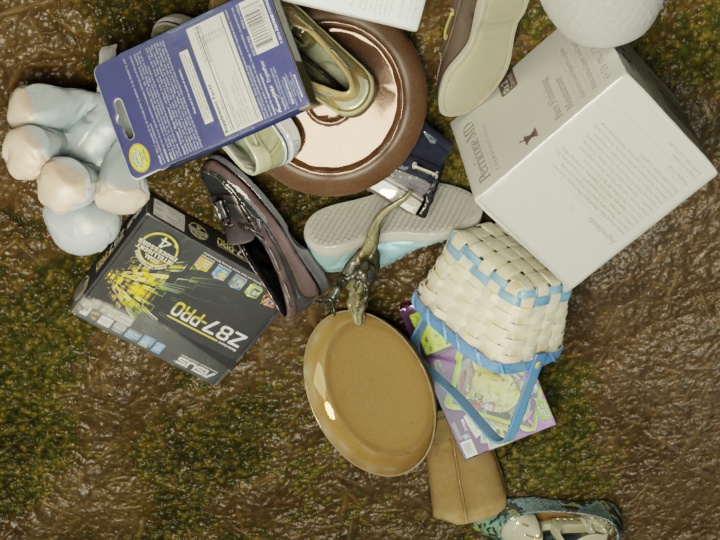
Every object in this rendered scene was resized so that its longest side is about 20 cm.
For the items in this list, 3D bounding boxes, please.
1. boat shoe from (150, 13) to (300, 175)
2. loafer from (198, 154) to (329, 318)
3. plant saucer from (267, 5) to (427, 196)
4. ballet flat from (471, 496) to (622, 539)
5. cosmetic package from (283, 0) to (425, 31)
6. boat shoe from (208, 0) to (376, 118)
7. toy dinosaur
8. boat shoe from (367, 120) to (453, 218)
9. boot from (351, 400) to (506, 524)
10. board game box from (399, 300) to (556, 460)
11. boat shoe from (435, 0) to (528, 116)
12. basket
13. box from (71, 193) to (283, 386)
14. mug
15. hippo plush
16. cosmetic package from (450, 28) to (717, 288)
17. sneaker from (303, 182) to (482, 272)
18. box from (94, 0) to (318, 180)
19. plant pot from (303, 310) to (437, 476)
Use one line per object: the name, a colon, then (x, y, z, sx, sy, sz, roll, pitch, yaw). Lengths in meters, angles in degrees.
boat shoe: (-0.143, -0.176, 1.461, 0.200, 0.062, 0.072, 44, 137, 14)
loafer: (-0.112, -0.033, 1.598, 0.063, 0.072, 0.200, -47, 113, -19)
plant saucer: (-0.031, -0.175, 1.500, 0.198, 0.034, 0.203, 0, 98, 3)
ballet flat: (0.244, 0.331, 1.915, 0.198, 0.075, 0.075, -3, 125, -4)
cosmetic package: (-0.030, -0.304, 1.429, 0.198, 0.074, 0.103, 12, 106, -13)
boat shoe: (-0.072, -0.223, 1.434, 0.199, 0.076, 0.072, 32, 95, 17)
toy dinosaur: (0.000, 0.000, 1.569, 0.047, 0.088, 0.201, 32, 138, 8)
boat shoe: (0.003, -0.142, 1.568, 0.199, 0.075, 0.093, 30, 90, -14)
boot: (0.088, 0.237, 1.834, 0.173, 0.066, 0.201, -11, 126, 1)
board game box: (0.137, 0.110, 1.729, 0.119, 0.032, 0.202, -21, 102, 12)
boat shoe: (0.116, -0.242, 1.504, 0.071, 0.060, 0.201, -10, 145, -23)
basket: (0.138, 0.065, 1.615, 0.138, 0.176, 0.201, -5, 129, -45)
box: (-0.199, 0.024, 1.663, 0.199, 0.049, 0.161, 30, 119, -25)
mug: (0.251, -0.324, 1.430, 0.199, 0.147, 0.177, -32, 133, -22)
hippo plush: (-0.290, -0.109, 1.513, 0.158, 0.202, 0.161, 16, 146, -12)
cosmetic package: (0.227, -0.128, 1.535, 0.200, 0.165, 0.165, -40, 120, 18)
sneaker: (0.036, -0.043, 1.642, 0.198, 0.075, 0.082, -7, 150, -3)
box: (-0.149, -0.176, 1.408, 0.198, 0.032, 0.122, -21, 89, 19)
plant pot: (0.015, 0.139, 1.711, 0.027, 0.199, 0.201, -22, 139, -45)
